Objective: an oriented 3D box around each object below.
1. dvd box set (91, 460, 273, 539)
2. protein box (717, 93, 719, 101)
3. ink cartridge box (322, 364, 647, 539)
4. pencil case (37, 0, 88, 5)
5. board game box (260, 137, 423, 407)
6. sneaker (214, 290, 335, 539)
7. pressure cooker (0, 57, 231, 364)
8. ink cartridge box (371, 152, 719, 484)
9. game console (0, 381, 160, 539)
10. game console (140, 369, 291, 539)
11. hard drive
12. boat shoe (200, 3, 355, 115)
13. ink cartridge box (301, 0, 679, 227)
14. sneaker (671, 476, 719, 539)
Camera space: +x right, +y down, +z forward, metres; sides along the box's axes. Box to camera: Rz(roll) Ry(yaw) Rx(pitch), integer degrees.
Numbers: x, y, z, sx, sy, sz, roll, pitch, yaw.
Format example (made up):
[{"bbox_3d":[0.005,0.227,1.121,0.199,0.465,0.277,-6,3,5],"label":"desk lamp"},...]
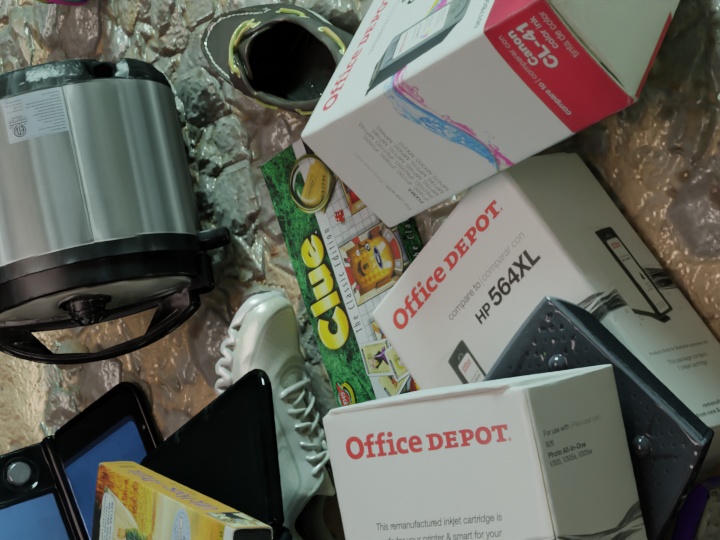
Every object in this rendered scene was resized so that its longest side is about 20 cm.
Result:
[{"bbox_3d":[-0.117,0.208,1.178,0.200,0.029,0.147,13,99,59],"label":"dvd box set"},{"bbox_3d":[0.314,-0.076,0.870,0.199,0.135,0.200,-52,59,35],"label":"protein box"},{"bbox_3d":[0.073,0.157,0.992,0.146,0.084,0.201,-11,89,43],"label":"ink cartridge box"},{"bbox_3d":[-0.228,-0.300,1.423,0.088,0.088,0.201,21,109,41],"label":"pencil case"},{"bbox_3d":[0.000,0.000,1.269,0.105,0.023,0.201,-32,71,44],"label":"board game box"},{"bbox_3d":[-0.050,0.112,1.301,0.081,0.075,0.201,10,109,36],"label":"sneaker"},{"bbox_3d":[-0.203,-0.034,1.356,0.175,0.178,0.201,-21,79,41],"label":"pressure cooker"},{"bbox_3d":[0.116,0.052,1.113,0.200,0.084,0.146,55,128,23],"label":"ink cartridge box"},{"bbox_3d":[-0.225,0.213,1.450,0.116,0.175,0.201,117,133,-64],"label":"game console"},{"bbox_3d":[-0.062,0.187,1.244,0.176,0.117,0.200,37,143,-11],"label":"game console"},{"bbox_3d":[0.106,0.125,1.045,0.135,0.042,0.200,45,124,28],"label":"hard drive"},{"bbox_3d":[-0.050,-0.141,1.260,0.201,0.060,0.072,23,95,48],"label":"boat shoe"},{"bbox_3d":[0.078,-0.128,1.084,0.200,0.148,0.086,-24,119,42],"label":"ink cartridge box"},{"bbox_3d":[0.169,0.208,1.088,0.099,0.069,0.201,17,105,45],"label":"sneaker"}]
